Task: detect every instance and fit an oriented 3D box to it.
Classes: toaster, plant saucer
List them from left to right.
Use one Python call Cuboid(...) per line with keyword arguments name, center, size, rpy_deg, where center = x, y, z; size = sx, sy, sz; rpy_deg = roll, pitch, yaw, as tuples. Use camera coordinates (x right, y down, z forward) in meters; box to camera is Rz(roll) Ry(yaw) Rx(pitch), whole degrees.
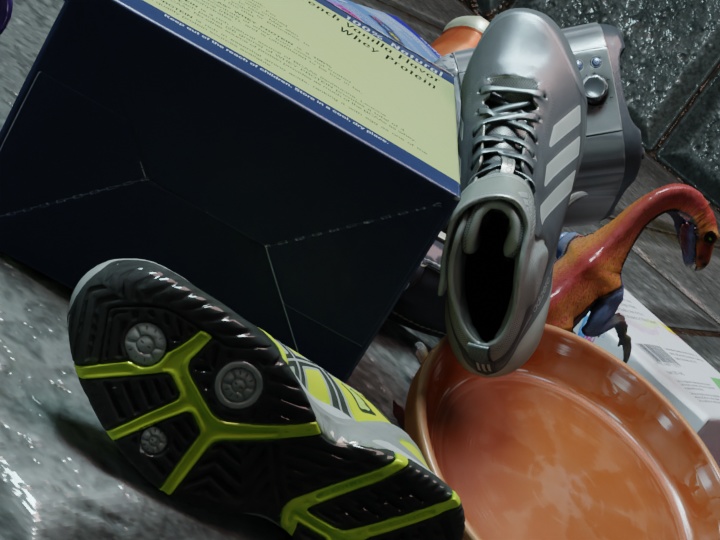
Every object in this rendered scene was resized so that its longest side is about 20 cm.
Cuboid(name="toaster", center=(0.109, -0.088, 1.092), size=(0.200, 0.128, 0.115), rpy_deg=(93, -11, -79))
Cuboid(name="plant saucer", center=(0.108, 0.111, 0.831), size=(0.199, 0.032, 0.201), rpy_deg=(22, 38, -19))

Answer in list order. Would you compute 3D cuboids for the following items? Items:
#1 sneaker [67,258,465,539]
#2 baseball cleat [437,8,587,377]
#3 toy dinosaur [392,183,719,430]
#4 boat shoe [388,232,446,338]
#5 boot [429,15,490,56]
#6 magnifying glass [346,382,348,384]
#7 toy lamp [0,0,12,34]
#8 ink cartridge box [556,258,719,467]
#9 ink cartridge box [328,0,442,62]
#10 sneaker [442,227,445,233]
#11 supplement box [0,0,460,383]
Cuboid(name="sneaker", center=(-0.045, 0.064, 0.679), size=(0.200, 0.075, 0.076), rpy_deg=(41, 4, -25))
Cuboid(name="baseball cleat", center=(0.078, -0.050, 0.813), size=(0.069, 0.202, 0.107), rpy_deg=(2, -14, 8))
Cuboid(name="toy dinosaur", center=(0.128, 0.024, 0.937), size=(0.105, 0.181, 0.200), rpy_deg=(45, 22, -4))
Cuboid(name="boat shoe", center=(0.000, 0.000, 0.991), size=(0.199, 0.073, 0.063), rpy_deg=(30, 35, -15))
Cuboid(name="boot", center=(0.061, -0.137, 1.332), size=(0.075, 0.108, 0.200), rpy_deg=(36, -19, -1))
Cuboid(name="magnifying glass", center=(-0.054, 0.021, 0.871), size=(0.079, 0.022, 0.200), rpy_deg=(18, 22, -48))
Cuboid(name="toy lamp", center=(-0.228, -0.138, 0.885), size=(0.058, 0.058, 0.200), rpy_deg=(32, 15, -13))
Cuboid(name="ink cartridge box", center=(0.162, 0.067, 1.090), size=(0.200, 0.084, 0.144), rpy_deg=(44, 16, 28))
Cuboid(name="ink cartridge box", center=(-0.015, -0.115, 1.141), size=(0.076, 0.137, 0.200), rpy_deg=(43, 16, 15))
Cuboid(name="sneaker", center=(0.005, -0.046, 1.103), size=(0.200, 0.087, 0.077), rpy_deg=(99, -17, -84))
Cuboid(name="supplement box", center=(-0.066, -0.065, 0.819), size=(0.199, 0.135, 0.200), rpy_deg=(29, 21, -10))
